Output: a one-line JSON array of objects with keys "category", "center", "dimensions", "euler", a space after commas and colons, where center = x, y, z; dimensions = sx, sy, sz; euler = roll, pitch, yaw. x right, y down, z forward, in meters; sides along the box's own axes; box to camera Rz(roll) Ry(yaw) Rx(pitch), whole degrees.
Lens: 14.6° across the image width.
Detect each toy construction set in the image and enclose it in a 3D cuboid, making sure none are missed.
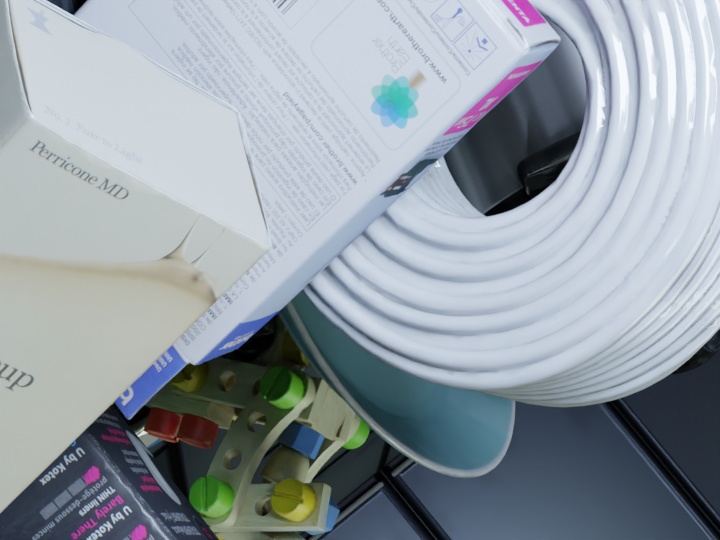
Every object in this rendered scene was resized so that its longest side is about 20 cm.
[{"category": "toy construction set", "center": [-0.084, 0.074, 1.326], "dimensions": [0.092, 0.199, 0.131], "euler": [45, 61, -66]}]

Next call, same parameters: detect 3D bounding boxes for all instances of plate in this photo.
[{"category": "plate", "center": [0.000, 0.000, 1.186], "dimensions": [0.026, 0.201, 0.200], "euler": [-29, 177, 25]}]

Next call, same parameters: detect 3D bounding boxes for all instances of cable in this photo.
[{"category": "cable", "center": [0.055, -0.055, 0.963], "dimensions": [0.200, 0.200, 0.069], "euler": [-46, 155, 21]}]

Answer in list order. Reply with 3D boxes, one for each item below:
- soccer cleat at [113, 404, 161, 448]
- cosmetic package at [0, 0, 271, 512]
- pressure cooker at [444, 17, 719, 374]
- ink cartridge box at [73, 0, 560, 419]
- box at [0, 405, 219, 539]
[{"category": "soccer cleat", "center": [-0.071, 0.030, 1.443], "dimensions": [0.200, 0.070, 0.086], "euler": [-38, 172, -9]}, {"category": "cosmetic package", "center": [-0.134, 0.012, 0.918], "dimensions": [0.103, 0.073, 0.200], "euler": [28, 121, -34]}, {"category": "pressure cooker", "center": [0.099, -0.050, 1.196], "dimensions": [0.176, 0.200, 0.179], "euler": [-7, 156, -33]}, {"category": "ink cartridge box", "center": [-0.042, -0.056, 0.950], "dimensions": [0.200, 0.119, 0.042], "euler": [-43, 170, 23]}, {"category": "box", "center": [-0.132, 0.096, 1.080], "dimensions": [0.106, 0.200, 0.122], "euler": [-40, 171, 0]}]
